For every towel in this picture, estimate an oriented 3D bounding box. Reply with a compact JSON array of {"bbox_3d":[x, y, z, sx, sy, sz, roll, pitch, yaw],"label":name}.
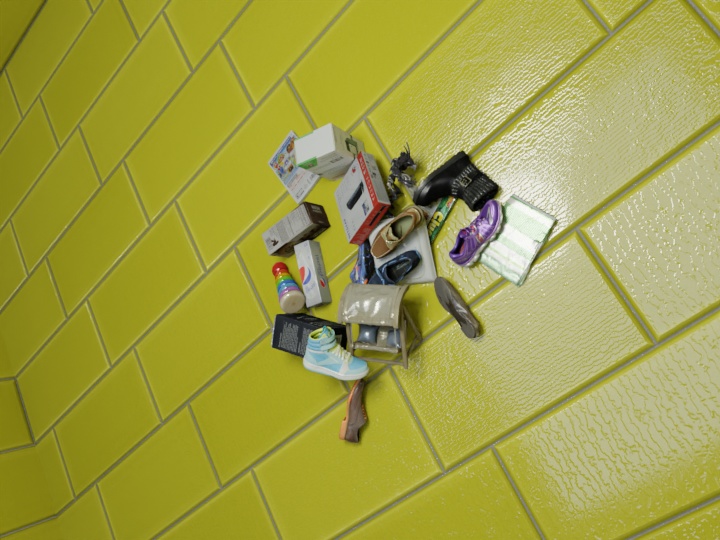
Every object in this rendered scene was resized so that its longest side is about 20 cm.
[{"bbox_3d":[0.413,-0.083,1.503,0.151,0.023,0.205,35,107,28],"label":"towel"}]

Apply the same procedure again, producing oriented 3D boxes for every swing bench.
[{"bbox_3d":[0.050,0.150,1.593,0.193,0.131,0.205,1,125,31],"label":"swing bench"}]

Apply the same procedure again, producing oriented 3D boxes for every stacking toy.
[{"bbox_3d":[-0.243,0.042,1.822,0.086,0.084,0.202,-49,42,19],"label":"stacking toy"}]

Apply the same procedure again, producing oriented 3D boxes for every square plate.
[{"bbox_3d":[0.114,-0.052,1.639,0.192,0.028,0.208,-8,101,31],"label":"square plate"}]

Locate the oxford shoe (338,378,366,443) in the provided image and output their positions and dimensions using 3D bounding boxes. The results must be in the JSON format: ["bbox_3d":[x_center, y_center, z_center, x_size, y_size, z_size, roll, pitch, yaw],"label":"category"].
[{"bbox_3d":[-0.009,0.423,1.710,0.070,0.071,0.208,15,100,9],"label":"oxford shoe"}]

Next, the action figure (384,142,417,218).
[{"bbox_3d":[0.120,-0.260,1.625,0.099,0.120,0.204,23,122,-3],"label":"action figure"}]

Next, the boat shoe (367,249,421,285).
[{"bbox_3d":[0.084,0.003,1.615,0.085,0.068,0.200,49,122,6],"label":"boat shoe"}]

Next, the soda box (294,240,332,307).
[{"bbox_3d":[-0.152,0.011,1.801,0.062,0.068,0.208,-18,80,27],"label":"soda box"}]

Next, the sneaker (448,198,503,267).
[{"bbox_3d":[0.310,-0.102,1.515,0.204,0.082,0.081,-59,35,14],"label":"sneaker"}]

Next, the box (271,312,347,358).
[{"bbox_3d":[-0.158,0.205,1.752,0.194,0.146,0.109,11,94,30],"label":"box"}]

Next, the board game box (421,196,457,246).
[{"bbox_3d":[0.191,-0.146,1.634,0.103,0.023,0.205,34,105,24],"label":"board game box"}]

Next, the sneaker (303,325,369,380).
[{"bbox_3d":[-0.065,0.228,1.583,0.192,0.080,0.135,9,115,3],"label":"sneaker"}]

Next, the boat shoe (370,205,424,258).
[{"bbox_3d":[0.093,-0.106,1.574,0.076,0.073,0.200,49,121,7],"label":"boat shoe"}]

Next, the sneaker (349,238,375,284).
[{"bbox_3d":[0.000,0.000,1.712,0.076,0.074,0.209,2,87,33],"label":"sneaker"}]

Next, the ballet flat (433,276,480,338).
[{"bbox_3d":[0.272,0.100,1.568,0.203,0.045,0.068,56,144,26],"label":"ballet flat"}]

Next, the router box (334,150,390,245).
[{"bbox_3d":[0.001,-0.212,1.666,0.181,0.047,0.205,-52,44,39],"label":"router box"}]

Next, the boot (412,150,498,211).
[{"bbox_3d":[0.258,-0.211,1.543,0.209,0.079,0.160,-39,69,6],"label":"boot"}]

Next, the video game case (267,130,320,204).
[{"bbox_3d":[-0.217,-0.346,1.882,0.144,0.018,0.202,-47,67,21],"label":"video game case"}]

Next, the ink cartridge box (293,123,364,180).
[{"bbox_3d":[-0.088,-0.353,1.705,0.142,0.198,0.087,-16,77,27],"label":"ink cartridge box"}]

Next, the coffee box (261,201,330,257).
[{"bbox_3d":[-0.207,-0.130,1.814,0.197,0.112,0.082,-33,73,24],"label":"coffee box"}]
